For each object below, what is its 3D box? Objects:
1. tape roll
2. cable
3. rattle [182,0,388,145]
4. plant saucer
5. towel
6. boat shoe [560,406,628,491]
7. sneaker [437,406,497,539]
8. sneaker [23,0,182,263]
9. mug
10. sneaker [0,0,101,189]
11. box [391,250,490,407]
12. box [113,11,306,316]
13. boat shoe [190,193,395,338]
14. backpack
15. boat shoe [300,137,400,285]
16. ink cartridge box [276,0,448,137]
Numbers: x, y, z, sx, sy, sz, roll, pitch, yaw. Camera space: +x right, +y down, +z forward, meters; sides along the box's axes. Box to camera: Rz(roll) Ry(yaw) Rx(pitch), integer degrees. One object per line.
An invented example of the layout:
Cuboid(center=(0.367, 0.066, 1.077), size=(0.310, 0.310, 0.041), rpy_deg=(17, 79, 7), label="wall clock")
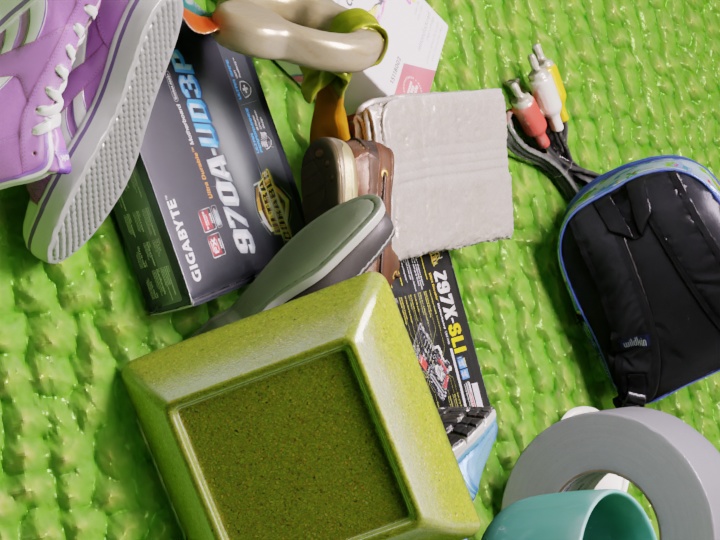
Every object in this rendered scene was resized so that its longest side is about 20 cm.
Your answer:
Cuboid(center=(0.217, 0.215, 1.598), size=(0.066, 0.200, 0.201), rpy_deg=(-3, 79, -54), label="tape roll")
Cuboid(center=(0.190, -0.110, 1.803), size=(0.200, 0.050, 0.097), rpy_deg=(54, 46, -22), label="cable")
Cuboid(center=(-0.084, -0.144, 1.413), size=(0.200, 0.143, 0.130), rpy_deg=(-11, 51, -48), label="rattle")
Cuboid(center=(-0.044, 0.127, 1.316), size=(0.048, 0.199, 0.200), rpy_deg=(-61, 130, -81), label="plant saucer")
Cuboid(center=(0.061, -0.079, 1.560), size=(0.200, 0.034, 0.133), rpy_deg=(-10, 98, -53), label="towel")
Cuboid(center=(0.206, 0.223, 1.713), size=(0.062, 0.073, 0.200), rpy_deg=(95, -12, -68), label="boat shoe")
Cuboid(center=(0.051, 0.175, 1.444), size=(0.200, 0.078, 0.090), rpy_deg=(-51, 130, -46), label="sneaker")
Cuboid(center=(-0.206, -0.112, 1.301), size=(0.073, 0.114, 0.201), rpy_deg=(35, 77, -75), label="sneaker")
Cuboid(center=(0.148, 0.256, 1.494), size=(0.185, 0.114, 0.152), rpy_deg=(-30, 107, -54), label="mug")
Cuboid(center=(-0.201, -0.125, 1.232), size=(0.114, 0.200, 0.073), rpy_deg=(50, 0, -2), label="sneaker")
Cuboid(center=(0.025, 0.053, 1.546), size=(0.160, 0.049, 0.200), rpy_deg=(-14, 88, -54), label="box")
Cuboid(center=(-0.122, -0.083, 1.413), size=(0.159, 0.046, 0.200), rpy_deg=(-23, 96, -53), label="box")
Cuboid(center=(-0.048, 0.029, 1.372), size=(0.061, 0.201, 0.072), rpy_deg=(46, 4, -24), label="boat shoe")
Cuboid(center=(0.279, -0.003, 1.778), size=(0.200, 0.183, 0.147), rpy_deg=(61, 17, -10), label="backpack")
Cuboid(center=(0.000, 0.000, 1.436), size=(0.067, 0.072, 0.200), rpy_deg=(-5, 98, -30), label="boat shoe")
Cuboid(center=(-0.021, -0.211, 1.565), size=(0.200, 0.067, 0.117), rpy_deg=(41, 49, -35), label="ink cartridge box")
